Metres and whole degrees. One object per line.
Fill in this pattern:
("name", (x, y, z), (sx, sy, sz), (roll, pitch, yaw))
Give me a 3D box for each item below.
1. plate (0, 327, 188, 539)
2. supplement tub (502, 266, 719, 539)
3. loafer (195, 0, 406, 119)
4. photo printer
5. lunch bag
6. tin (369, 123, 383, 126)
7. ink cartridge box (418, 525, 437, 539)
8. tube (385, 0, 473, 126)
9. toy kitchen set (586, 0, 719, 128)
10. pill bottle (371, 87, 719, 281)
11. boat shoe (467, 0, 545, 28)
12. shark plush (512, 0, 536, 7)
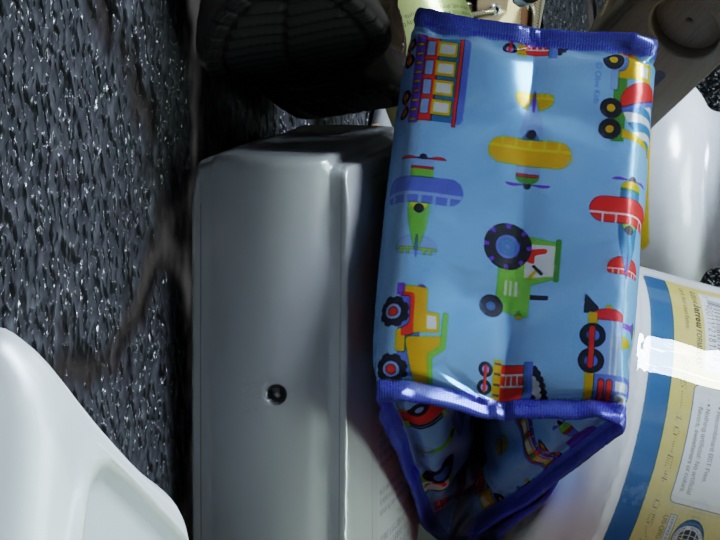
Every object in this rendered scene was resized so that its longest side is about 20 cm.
("plate", (-0.085, 0.140, 0.888), (0.200, 0.032, 0.201), (61, 32, -68))
("supplement tub", (0.162, 0.086, 1.192), (0.145, 0.199, 0.146), (-165, -90, -79))
("loafer", (-0.024, -0.108, 1.113), (0.200, 0.073, 0.072), (54, 28, -80))
("photo printer", (-0.019, 0.049, 1.121), (0.166, 0.069, 0.201), (-35, 126, -76))
("lunch bag", (0.050, 0.013, 1.121), (0.200, 0.093, 0.152), (99, -3, -70))
("tin", (0.000, 0.000, 1.302), (0.200, 0.042, 0.113), (49, 47, -74))
("ink cartridge box", (0.062, 0.167, 1.346), (0.200, 0.145, 0.083), (-61, 152, -68))
("tube", (0.044, -0.062, 1.274), (0.052, 0.058, 0.201), (43, 24, -72))
("toy kitchen set", (0.070, -0.147, 1.080), (0.180, 0.200, 0.164), (-45, -168, 49))
("pill bottle", (0.109, -0.040, 1.434), (0.112, 0.199, 0.113), (2, 90, -79))
("boat shoe", (0.062, -0.136, 1.520), (0.072, 0.075, 0.201), (-70, 157, -53))
("shark plush", (0.058, -0.157, 1.339), (0.200, 0.090, 0.084), (45, -61, 53))
